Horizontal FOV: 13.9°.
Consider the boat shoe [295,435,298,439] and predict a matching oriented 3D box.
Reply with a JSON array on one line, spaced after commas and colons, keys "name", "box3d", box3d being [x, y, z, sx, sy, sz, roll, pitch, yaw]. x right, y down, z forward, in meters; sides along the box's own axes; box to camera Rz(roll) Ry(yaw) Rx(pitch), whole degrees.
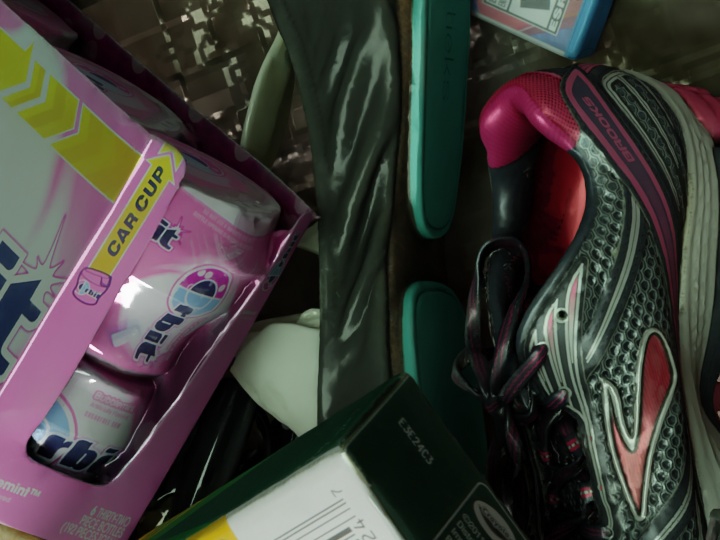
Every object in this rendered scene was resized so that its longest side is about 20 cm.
[{"name": "boat shoe", "box3d": [0.006, 0.138, 0.877, 0.074, 0.063, 0.203, 1, 100, 63]}]

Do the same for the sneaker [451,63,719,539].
[{"name": "sneaker", "box3d": [0.060, 0.043, 0.810, 0.080, 0.074, 0.201, -14, 71, 48]}]

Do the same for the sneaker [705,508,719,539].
[{"name": "sneaker", "box3d": [0.135, 0.076, 0.731, 0.095, 0.079, 0.201, 8, 59, 19]}]

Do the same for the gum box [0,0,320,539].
[{"name": "gum box", "box3d": [-0.103, -0.014, 0.853, 0.114, 0.066, 0.200, -59, 39, 8]}]

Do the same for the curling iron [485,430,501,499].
[{"name": "curling iron", "box3d": [0.045, 0.098, 0.880, 0.050, 0.025, 0.201, -17, 85, 64]}]

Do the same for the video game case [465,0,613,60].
[{"name": "video game case", "box3d": [0.004, -0.166, 0.868, 0.199, 0.018, 0.144, 27, 109, 21]}]

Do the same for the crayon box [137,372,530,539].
[{"name": "crayon box", "box3d": [-0.030, 0.130, 0.786, 0.200, 0.052, 0.126, -33, 96, 31]}]

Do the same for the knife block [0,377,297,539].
[{"name": "knife block", "box3d": [-0.084, 0.114, 0.871, 0.064, 0.200, 0.176, 21, 136, 22]}]

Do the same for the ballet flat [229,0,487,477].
[{"name": "ballet flat", "box3d": [0.000, 0.000, 0.842, 0.068, 0.068, 0.201, -5, 80, 21]}]
